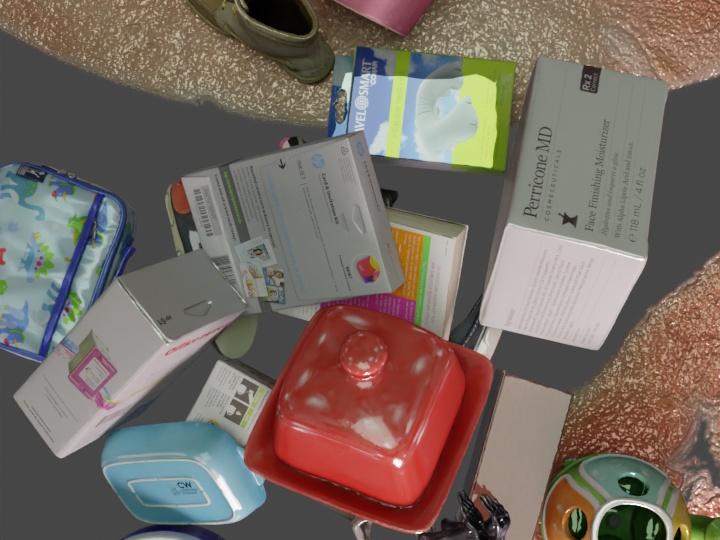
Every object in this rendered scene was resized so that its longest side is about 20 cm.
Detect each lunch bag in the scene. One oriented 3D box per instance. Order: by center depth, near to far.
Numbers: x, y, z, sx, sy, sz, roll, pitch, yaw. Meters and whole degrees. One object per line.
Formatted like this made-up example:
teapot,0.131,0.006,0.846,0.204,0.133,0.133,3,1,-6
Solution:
lunch bag,-0.336,-0.007,1.208,0.159,0.082,0.202,21,88,2

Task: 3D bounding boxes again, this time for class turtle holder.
turtle holder,0.273,0.264,1.122,0.185,0.132,0.142,34,86,3

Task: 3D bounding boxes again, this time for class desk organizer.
desk organizer,0.154,0.210,1.166,0.076,0.072,0.202,16,86,2

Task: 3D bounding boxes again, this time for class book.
book,0.000,0.000,1.143,0.198,0.048,0.135,15,113,17

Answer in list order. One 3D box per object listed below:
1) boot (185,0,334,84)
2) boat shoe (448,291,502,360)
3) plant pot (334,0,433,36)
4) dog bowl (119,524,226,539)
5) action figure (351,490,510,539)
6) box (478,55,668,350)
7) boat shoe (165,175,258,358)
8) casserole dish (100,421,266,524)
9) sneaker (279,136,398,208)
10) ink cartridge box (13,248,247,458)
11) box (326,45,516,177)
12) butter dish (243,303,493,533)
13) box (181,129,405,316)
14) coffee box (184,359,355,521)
boot,-0.118,-0.283,1.181,0.199,0.155,0.072,36,88,7
boat shoe,0.078,0.095,1.176,0.092,0.075,0.201,26,87,-2
plant pot,0.032,-0.355,1.172,0.199,0.200,0.180,29,103,5
dog bowl,-0.201,0.366,1.161,0.198,0.079,0.202,0,89,2
action figure,0.048,0.275,1.096,0.199,0.118,0.103,-35,68,27
box,0.203,-0.061,1.095,0.129,0.200,0.201,12,62,4
boat shoe,-0.163,-0.003,1.207,0.062,0.071,0.202,-11,93,41
casserole dish,-0.187,0.213,1.141,0.198,0.039,0.122,-10,121,33
sneaker,-0.007,-0.071,1.200,0.087,0.074,0.200,-38,88,-2
ink cartridge box,-0.228,0.080,1.124,0.200,0.144,0.085,-42,82,28
box,0.063,-0.173,1.216,0.198,0.048,0.123,6,85,3
butter dish,0.006,0.108,1.034,0.198,0.148,0.200,18,61,16
box,-0.069,-0.042,1.116,0.198,0.041,0.157,-10,103,30
coffee box,-0.069,0.172,1.160,0.199,0.113,0.080,28,88,6
